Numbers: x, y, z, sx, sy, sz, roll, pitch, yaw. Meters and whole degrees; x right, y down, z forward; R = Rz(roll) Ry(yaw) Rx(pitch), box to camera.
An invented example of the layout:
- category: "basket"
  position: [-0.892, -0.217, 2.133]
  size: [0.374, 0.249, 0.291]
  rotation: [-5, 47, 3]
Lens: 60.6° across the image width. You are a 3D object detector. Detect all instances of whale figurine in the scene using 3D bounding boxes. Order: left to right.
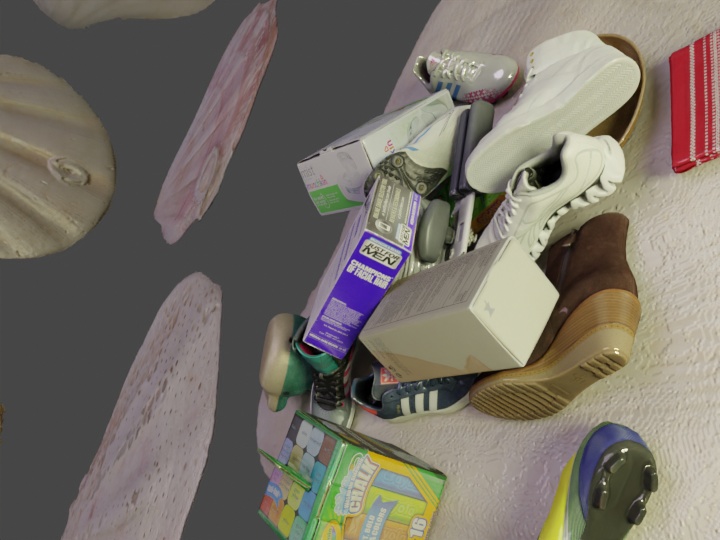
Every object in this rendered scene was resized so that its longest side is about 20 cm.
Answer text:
- category: "whale figurine"
  position: [-0.115, 0.157, 1.021]
  size: [0.201, 0.100, 0.163]
  rotation: [114, 163, -57]

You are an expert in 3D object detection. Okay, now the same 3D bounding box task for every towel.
- category: "towel"
  position: [0.361, -0.175, 0.526]
  size: [0.198, 0.022, 0.149]
  rotation: [-21, 50, 50]

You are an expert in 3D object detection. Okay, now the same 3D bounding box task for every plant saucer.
- category: "plant saucer"
  position: [0.242, -0.167, 0.703]
  size: [0.199, 0.035, 0.205]
  rotation: [-40, 38, 40]

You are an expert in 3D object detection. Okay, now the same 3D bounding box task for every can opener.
- category: "can opener"
  position: [0.118, -0.106, 0.732]
  size: [0.052, 0.065, 0.206]
  rotation: [159, 128, -69]

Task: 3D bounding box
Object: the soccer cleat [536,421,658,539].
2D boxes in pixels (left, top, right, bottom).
- category: "soccer cleat"
  position: [0.180, 0.221, 0.514]
  size: [0.084, 0.063, 0.205]
  rotation: [-60, -5, -80]

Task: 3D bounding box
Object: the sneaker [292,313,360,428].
- category: "sneaker"
  position: [-0.047, 0.140, 0.847]
  size: [0.081, 0.121, 0.207]
  rotation: [1, 76, 21]

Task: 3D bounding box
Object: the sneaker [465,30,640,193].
- category: "sneaker"
  position: [0.191, -0.176, 0.677]
  size: [0.198, 0.074, 0.117]
  rotation: [-35, 36, 17]

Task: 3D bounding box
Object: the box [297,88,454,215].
- category: "box"
  position: [0.028, -0.172, 0.916]
  size: [0.175, 0.099, 0.198]
  rotation: [-36, 18, -28]

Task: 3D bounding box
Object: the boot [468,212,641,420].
- category: "boot"
  position: [0.192, 0.050, 0.619]
  size: [0.199, 0.071, 0.169]
  rotation: [-39, 25, 45]

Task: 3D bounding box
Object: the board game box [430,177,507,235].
- category: "board game box"
  position: [0.138, -0.091, 0.787]
  size: [0.200, 0.029, 0.098]
  rotation: [136, 144, -55]

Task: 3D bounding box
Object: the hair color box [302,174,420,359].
- category: "hair color box"
  position: [0.000, 0.000, 0.751]
  size: [0.111, 0.063, 0.202]
  rotation: [-75, 11, -49]

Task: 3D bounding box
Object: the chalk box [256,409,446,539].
- category: "chalk box"
  position: [-0.026, 0.243, 0.677]
  size: [0.123, 0.197, 0.127]
  rotation: [8, 74, 59]

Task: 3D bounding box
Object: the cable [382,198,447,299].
- category: "cable"
  position: [0.051, -0.001, 0.838]
  size: [0.199, 0.067, 0.207]
  rotation: [154, 127, -64]

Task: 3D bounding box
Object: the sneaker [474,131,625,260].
- category: "sneaker"
  position: [0.174, -0.068, 0.640]
  size: [0.201, 0.079, 0.077]
  rotation: [-51, 44, 40]

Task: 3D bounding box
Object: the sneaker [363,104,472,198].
- category: "sneaker"
  position: [0.085, -0.143, 0.802]
  size: [0.198, 0.073, 0.072]
  rotation: [-36, 5, -12]

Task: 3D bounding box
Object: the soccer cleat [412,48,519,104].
- category: "soccer cleat"
  position: [0.145, -0.288, 0.903]
  size: [0.199, 0.085, 0.072]
  rotation: [23, 88, 61]

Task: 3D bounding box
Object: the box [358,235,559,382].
- category: "box"
  position: [0.091, 0.047, 0.621]
  size: [0.096, 0.078, 0.199]
  rotation: [-52, 14, -28]

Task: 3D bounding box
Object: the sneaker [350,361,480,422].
- category: "sneaker"
  position: [0.062, 0.130, 0.732]
  size: [0.199, 0.083, 0.077]
  rotation: [-37, 39, 41]
